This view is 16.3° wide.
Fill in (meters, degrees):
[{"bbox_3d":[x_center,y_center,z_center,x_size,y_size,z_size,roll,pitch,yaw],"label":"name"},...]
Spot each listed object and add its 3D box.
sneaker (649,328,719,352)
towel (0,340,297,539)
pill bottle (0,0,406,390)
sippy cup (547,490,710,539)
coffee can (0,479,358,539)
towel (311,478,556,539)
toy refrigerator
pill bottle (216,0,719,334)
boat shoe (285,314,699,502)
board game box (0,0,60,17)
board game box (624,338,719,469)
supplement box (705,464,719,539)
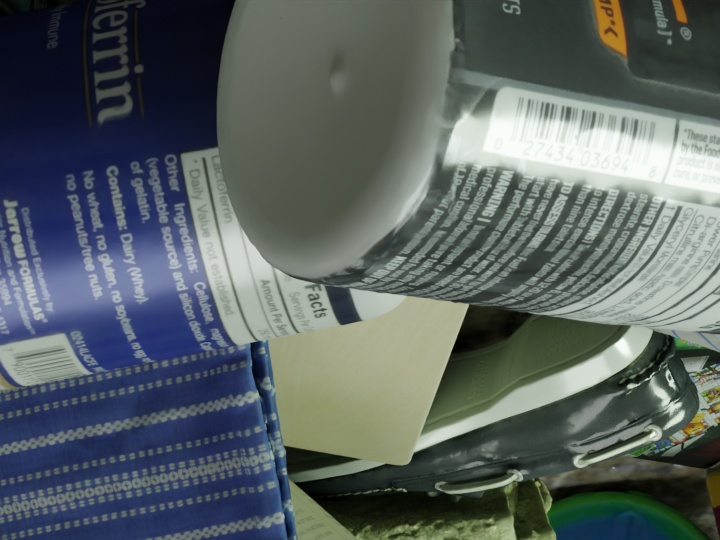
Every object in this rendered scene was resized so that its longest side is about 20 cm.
[{"bbox_3d":[0.134,-0.002,0.948,0.199,0.075,0.087,30,149,-20],"label":"sneaker"},{"bbox_3d":[-0.098,0.042,0.900,0.144,0.202,0.024,-13,173,21],"label":"towel"},{"bbox_3d":[-0.044,-0.034,0.786,0.198,0.117,0.116,-11,152,4],"label":"pill bottle"},{"bbox_3d":[0.134,0.190,1.272,0.177,0.141,0.130,17,170,19],"label":"sippy cup"},{"bbox_3d":[-0.093,0.119,0.985,0.200,0.146,0.147,39,160,19],"label":"coffee can"},{"bbox_3d":[-0.013,0.113,1.124,0.198,0.037,0.148,-5,-170,3],"label":"towel"},{"bbox_3d":[0.000,0.000,0.945,0.075,0.070,0.200,10,154,-2],"label":"toy refrigerator"},{"bbox_3d":[0.068,-0.039,0.684,0.199,0.107,0.106,8,153,-36],"label":"pill bottle"},{"bbox_3d":[0.049,0.068,1.060,0.199,0.076,0.060,-19,118,37],"label":"boat shoe"},{"bbox_3d":[-0.186,-0.098,0.796,0.134,0.028,0.200,-11,152,18],"label":"board game box"},{"bbox_3d":[0.160,0.035,1.075,0.104,0.024,0.200,14,149,-23],"label":"board game box"},{"bbox_3d":[0.252,0.169,1.131,0.130,0.202,0.103,-27,157,38],"label":"supplement box"}]
